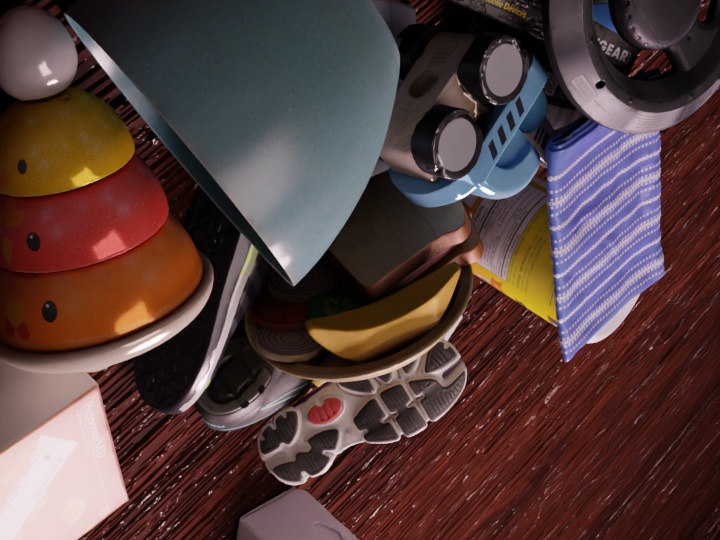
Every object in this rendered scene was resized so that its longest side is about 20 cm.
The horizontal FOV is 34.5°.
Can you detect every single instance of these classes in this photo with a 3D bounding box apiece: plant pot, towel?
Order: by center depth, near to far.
[{"bbox_3d":[-0.056,-0.112,0.673,0.135,0.200,0.201,-42,147,-6],"label":"plant pot"},{"bbox_3d":[0.199,-0.044,0.921,0.144,0.024,0.203,-36,131,-32],"label":"towel"}]

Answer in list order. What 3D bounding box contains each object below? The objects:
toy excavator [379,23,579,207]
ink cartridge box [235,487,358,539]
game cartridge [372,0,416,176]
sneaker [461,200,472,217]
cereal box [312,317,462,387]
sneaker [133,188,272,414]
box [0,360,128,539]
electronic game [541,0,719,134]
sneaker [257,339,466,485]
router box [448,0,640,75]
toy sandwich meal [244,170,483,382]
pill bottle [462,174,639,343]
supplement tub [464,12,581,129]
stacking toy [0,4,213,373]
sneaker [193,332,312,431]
[{"bbox_3d":[0.112,-0.108,0.874,0.200,0.099,0.196,45,74,-39],"label":"toy excavator"},{"bbox_3d":[-0.061,0.345,1.149,0.085,0.146,0.203,-20,133,-41],"label":"ink cartridge box"},{"bbox_3d":[-0.022,-0.128,0.843,0.199,0.041,0.136,-27,123,-46],"label":"game cartridge"},{"bbox_3d":[0.060,0.031,1.030,0.084,0.072,0.203,-13,125,-46],"label":"sneaker"},{"bbox_3d":[0.018,0.063,1.106,0.145,0.039,0.200,-56,148,-4],"label":"cereal box"},{"bbox_3d":[-0.099,0.019,0.873,0.082,0.071,0.202,8,112,-57],"label":"sneaker"},{"bbox_3d":[-0.261,0.142,0.732,0.199,0.097,0.126,-37,144,-30],"label":"box"},{"bbox_3d":[0.211,-0.200,0.836,0.197,0.041,0.204,-10,110,-28],"label":"electronic game"},{"bbox_3d":[-0.001,0.106,0.994,0.198,0.081,0.084,-26,-169,19],"label":"sneaker"},{"bbox_3d":[0.146,-0.242,0.836,0.198,0.051,0.151,12,108,-35],"label":"router box"},{"bbox_3d":[0.000,0.000,0.890,0.204,0.204,0.071,-39,133,-26],"label":"toy sandwich meal"},{"bbox_3d":[0.159,-0.027,1.069,0.109,0.199,0.110,-34,142,-31],"label":"pill bottle"},{"bbox_3d":[0.160,-0.224,0.967,0.122,0.122,0.203,-6,124,-52],"label":"supplement tub"},{"bbox_3d":[-0.176,-0.055,0.683,0.145,0.145,0.203,-31,122,-35],"label":"stacking toy"},{"bbox_3d":[-0.061,0.063,0.984,0.199,0.075,0.080,-36,157,-19],"label":"sneaker"}]
